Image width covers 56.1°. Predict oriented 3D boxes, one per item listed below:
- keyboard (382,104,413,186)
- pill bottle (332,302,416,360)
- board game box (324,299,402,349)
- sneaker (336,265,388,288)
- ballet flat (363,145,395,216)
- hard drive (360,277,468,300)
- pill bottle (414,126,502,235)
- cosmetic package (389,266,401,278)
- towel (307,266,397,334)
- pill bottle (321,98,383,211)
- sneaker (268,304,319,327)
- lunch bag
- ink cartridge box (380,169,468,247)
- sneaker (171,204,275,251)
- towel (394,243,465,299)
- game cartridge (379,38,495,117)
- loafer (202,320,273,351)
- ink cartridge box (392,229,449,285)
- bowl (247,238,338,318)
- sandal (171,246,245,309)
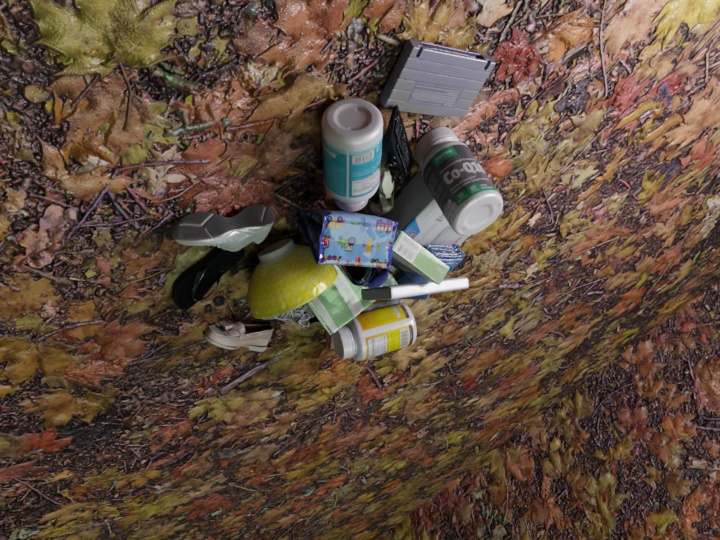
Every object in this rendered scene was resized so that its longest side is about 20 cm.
[{"bbox_3d":[0.083,-0.215,1.269,0.039,0.107,0.200,12,166,17],"label":"keyboard"},{"bbox_3d":[0.034,0.156,1.675,0.195,0.111,0.111,-14,145,-20],"label":"pill bottle"},{"bbox_3d":[0.008,0.119,1.748,0.195,0.041,0.155,-15,145,-20],"label":"board game box"},{"bbox_3d":[0.000,0.000,1.437,0.081,0.115,0.199,-46,135,5],"label":"sneaker"},{"bbox_3d":[0.041,-0.159,1.369,0.066,0.068,0.202,-19,146,-12],"label":"ballet flat"},{"bbox_3d":[0.116,0.039,1.451,0.195,0.028,0.131,-7,180,-29],"label":"hard drive"},{"bbox_3d":[0.187,-0.178,1.327,0.110,0.203,0.114,-19,147,-13],"label":"pill bottle"},{"bbox_3d":[0.053,-0.004,1.605,0.199,0.051,0.082,-40,145,16],"label":"cosmetic package"},{"bbox_3d":[-0.028,0.037,1.541,0.198,0.023,0.154,-35,114,1],"label":"towel"},{"bbox_3d":[-0.016,-0.201,1.230,0.108,0.112,0.202,-18,146,-15],"label":"pill bottle"},{"bbox_3d":[-0.143,0.092,1.559,0.196,0.083,0.075,-4,141,-32],"label":"sneaker"},{"bbox_3d":[-0.034,-0.083,1.320,0.146,0.200,0.097,4,108,-20],"label":"lunch bag"},{"bbox_3d":[0.163,-0.121,1.494,0.197,0.085,0.145,13,131,-46],"label":"ink cartridge box"},{"bbox_3d":[-0.257,-0.066,1.273,0.196,0.071,0.081,-9,146,-28],"label":"sneaker"},{"bbox_3d":[0.149,0.007,1.566,0.109,0.050,0.200,0,152,-26],"label":"towel"},{"bbox_3d":[0.138,-0.343,1.226,0.196,0.039,0.130,-2,143,-34],"label":"game cartridge"},{"bbox_3d":[-0.277,0.140,1.551,0.064,0.072,0.198,-55,148,11],"label":"loafer"},{"bbox_3d":[0.080,-0.041,1.420,0.144,0.199,0.049,34,87,-26],"label":"ink cartridge box"},{"bbox_3d":[-0.154,0.001,1.383,0.196,0.200,0.110,-26,106,-3],"label":"bowl"},{"bbox_3d":[-0.311,0.014,1.365,0.200,0.043,0.075,-43,144,21],"label":"sandal"}]
